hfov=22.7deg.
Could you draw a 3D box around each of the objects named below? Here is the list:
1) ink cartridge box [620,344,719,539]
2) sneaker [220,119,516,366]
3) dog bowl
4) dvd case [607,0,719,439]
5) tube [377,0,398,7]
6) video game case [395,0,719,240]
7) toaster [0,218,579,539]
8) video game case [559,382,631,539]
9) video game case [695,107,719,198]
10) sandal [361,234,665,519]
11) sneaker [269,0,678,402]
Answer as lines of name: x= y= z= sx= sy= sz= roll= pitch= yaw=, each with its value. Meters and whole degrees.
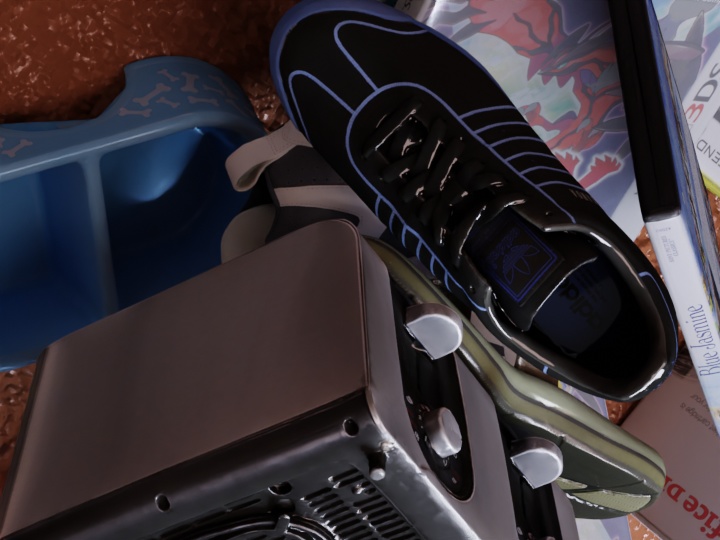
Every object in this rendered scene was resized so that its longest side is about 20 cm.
ink cartridge box: x=0.247 y=0.087 z=1.009 sx=0.200 sy=0.145 sz=0.084 roll=-50 pitch=130 yaw=0
sneaker: x=0.000 y=0.000 z=0.789 sx=0.129 sy=0.080 sz=0.200 roll=-23 pitch=141 yaw=-3
dog bowl: x=-0.120 y=-0.021 z=0.776 sx=0.199 sy=0.050 sz=0.112 roll=-18 pitch=122 yaw=-24
dvd case: x=0.142 y=-0.029 z=0.797 sx=0.017 sy=0.144 sz=0.200 roll=-13 pitch=145 yaw=14
tube: x=0.034 y=-0.126 z=0.829 sx=0.199 sy=0.050 sz=0.078 roll=23 pitch=109 yaw=-43
video game case: x=0.087 y=-0.078 z=0.848 sx=0.199 sy=0.023 sz=0.183 roll=1 pitch=134 yaw=-32
toaster: x=-0.028 y=0.101 z=0.683 sx=0.199 sy=0.119 sz=0.181 roll=-24 pitch=127 yaw=21
video game case: x=0.064 y=0.095 z=0.878 sx=0.199 sy=0.023 sz=0.184 roll=12 pitch=63 yaw=-47
video game case: x=0.220 y=-0.143 z=0.949 sx=0.180 sy=0.025 sz=0.201 roll=31 pitch=95 yaw=-39
sandal: x=0.052 y=0.042 z=0.754 sx=0.201 sy=0.079 sz=0.058 roll=36 pitch=55 yaw=-32
sneaker: x=0.045 y=-0.029 z=0.677 sx=0.200 sy=0.078 sz=0.070 roll=40 pitch=101 yaw=-6
